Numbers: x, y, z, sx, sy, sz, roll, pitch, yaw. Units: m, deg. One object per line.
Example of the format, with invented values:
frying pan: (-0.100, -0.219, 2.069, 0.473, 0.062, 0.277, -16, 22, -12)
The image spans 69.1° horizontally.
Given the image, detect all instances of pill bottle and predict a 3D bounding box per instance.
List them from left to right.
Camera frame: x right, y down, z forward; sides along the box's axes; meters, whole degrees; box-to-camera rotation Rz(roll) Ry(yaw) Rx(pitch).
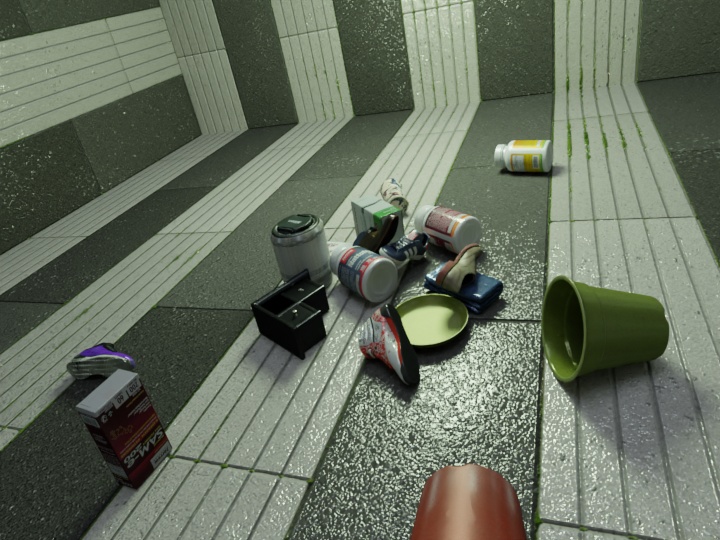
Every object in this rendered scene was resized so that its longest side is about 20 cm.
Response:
pill bottle: (0.000, 0.000, 1.452, 0.118, 0.123, 0.198, -29, 32, -27)
pill bottle: (0.258, -0.127, 1.570, 0.112, 0.117, 0.199, -27, 33, -25)
pill bottle: (0.605, -0.425, 1.943, 0.195, 0.114, 0.111, 9, 35, 33)

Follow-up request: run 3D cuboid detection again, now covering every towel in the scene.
towel: (0.264, 0.039, 1.350, 0.110, 0.050, 0.198, -31, 33, -28)

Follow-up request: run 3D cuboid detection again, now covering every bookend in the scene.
bookend: (-0.146, 0.106, 1.355, 0.197, 0.094, 0.197, -33, 36, -32)

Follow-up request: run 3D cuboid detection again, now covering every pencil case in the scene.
pencil case: (0.125, -0.269, 1.905, 0.088, 0.079, 0.201, -25, 28, 7)

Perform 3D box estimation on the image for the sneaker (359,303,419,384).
sneaker: (0.059, 0.185, 1.174, 0.107, 0.066, 0.205, -39, 49, 25)

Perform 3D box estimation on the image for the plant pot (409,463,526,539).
plant pot: (0.141, 0.381, 0.682, 0.194, 0.207, 0.196, -4, 21, 15)

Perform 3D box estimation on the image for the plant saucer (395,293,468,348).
plant saucer: (0.163, 0.126, 1.259, 0.194, 0.032, 0.202, -10, 30, 6)

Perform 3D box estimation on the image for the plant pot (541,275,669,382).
plant pot: (0.480, 0.113, 1.022, 0.184, 0.205, 0.202, 1, 29, -3)

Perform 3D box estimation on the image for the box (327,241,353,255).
box: (-0.095, -0.050, 1.661, 0.195, 0.036, 0.110, 5, 34, 29)

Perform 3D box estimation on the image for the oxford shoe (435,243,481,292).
oxford shoe: (0.265, -0.001, 1.322, 0.074, 0.072, 0.199, 35, 47, 20)

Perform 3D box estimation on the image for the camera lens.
camera lens: (-0.169, -0.050, 1.520, 0.155, 0.205, 0.161, -9, 28, 5)

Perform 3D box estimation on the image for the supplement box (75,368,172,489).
supplement box: (-0.454, 0.309, 1.018, 0.059, 0.205, 0.109, 5, 33, 27)

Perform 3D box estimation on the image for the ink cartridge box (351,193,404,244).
ink cartridge box: (0.055, -0.138, 1.639, 0.081, 0.150, 0.199, -21, 31, -20)

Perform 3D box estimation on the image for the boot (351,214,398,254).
boot: (0.037, -0.100, 1.506, 0.097, 0.203, 0.074, 42, 40, 19)

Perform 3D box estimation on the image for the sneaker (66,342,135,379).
sneaker: (-0.671, 0.228, 1.383, 0.194, 0.071, 0.100, -3, 28, 16)

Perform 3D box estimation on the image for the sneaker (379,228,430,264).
sneaker: (0.130, -0.075, 1.488, 0.075, 0.086, 0.198, 43, 31, 23)
